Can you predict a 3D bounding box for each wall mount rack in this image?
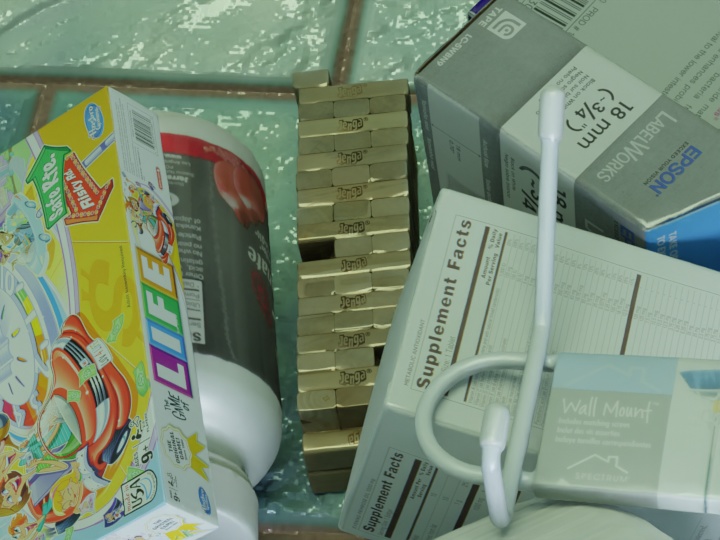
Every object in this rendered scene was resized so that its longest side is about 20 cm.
[{"bbox_3d":[0.119,0.019,1.089,0.199,0.075,0.175,3,51,13],"label":"wall mount rack"}]

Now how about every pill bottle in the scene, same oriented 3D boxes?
[{"bbox_3d":[-0.091,0.039,1.277,0.110,0.111,0.201,-7,54,3],"label":"pill bottle"}]

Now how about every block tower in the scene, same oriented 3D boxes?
[{"bbox_3d":[0.000,0.000,1.327,0.057,0.054,0.201,-6,54,4],"label":"block tower"}]

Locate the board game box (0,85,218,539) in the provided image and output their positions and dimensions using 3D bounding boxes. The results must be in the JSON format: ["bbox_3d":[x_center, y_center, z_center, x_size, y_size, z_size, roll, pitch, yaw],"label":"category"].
[{"bbox_3d":[-0.131,0.040,1.205,0.134,0.034,0.201,-30,53,27],"label":"board game box"}]

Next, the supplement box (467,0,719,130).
[{"bbox_3d":[0.159,-0.072,1.325,0.199,0.104,0.101,32,64,29],"label":"supplement box"}]

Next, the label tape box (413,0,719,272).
[{"bbox_3d":[0.120,-0.011,1.260,0.200,0.145,0.063,35,66,29],"label":"label tape box"}]

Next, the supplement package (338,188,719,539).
[{"bbox_3d":[0.105,0.065,1.197,0.199,0.110,0.114,17,56,-1],"label":"supplement package"}]

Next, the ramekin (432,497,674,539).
[{"bbox_3d":[0.084,0.177,1.106,0.094,0.203,0.202,-31,55,-27],"label":"ramekin"}]
